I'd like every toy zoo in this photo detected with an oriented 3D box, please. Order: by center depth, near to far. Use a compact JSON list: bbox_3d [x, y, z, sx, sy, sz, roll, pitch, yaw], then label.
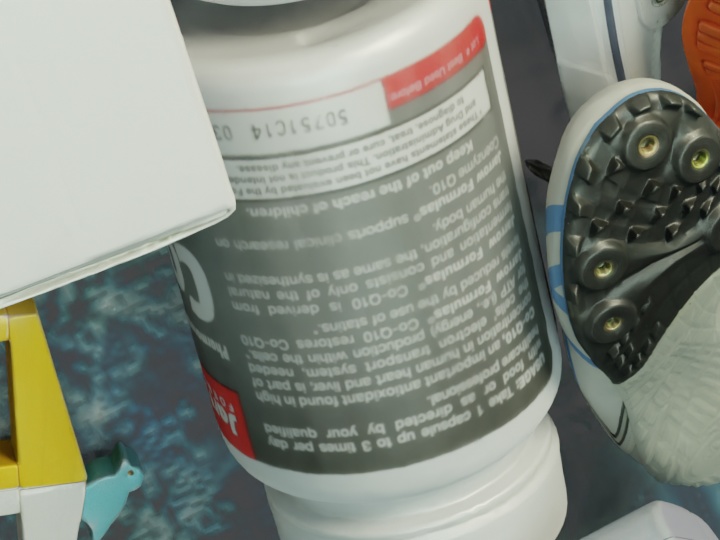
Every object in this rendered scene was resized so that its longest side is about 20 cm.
[{"bbox_3d":[-0.171,0.075,0.894,0.200,0.020,0.131,-7,117,-12],"label":"toy zoo"}]

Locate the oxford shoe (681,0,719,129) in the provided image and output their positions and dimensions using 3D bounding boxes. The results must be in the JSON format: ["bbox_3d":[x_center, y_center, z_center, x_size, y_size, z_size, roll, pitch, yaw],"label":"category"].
[{"bbox_3d":[0.140,-0.079,0.831,0.071,0.200,0.073,26,65,6],"label":"oxford shoe"}]

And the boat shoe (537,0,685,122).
[{"bbox_3d":[0.083,-0.106,0.821,0.067,0.074,0.200,-13,137,3],"label":"boat shoe"}]

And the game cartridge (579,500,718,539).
[{"bbox_3d":[0.071,0.137,0.924,0.133,0.041,0.200,-24,158,0],"label":"game cartridge"}]

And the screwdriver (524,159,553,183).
[{"bbox_3d":[0.138,0.003,0.942,0.200,0.028,0.029,33,74,-22],"label":"screwdriver"}]

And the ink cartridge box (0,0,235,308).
[{"bbox_3d":[-0.106,-0.100,0.721,0.084,0.200,0.145,-20,119,-4],"label":"ink cartridge box"}]

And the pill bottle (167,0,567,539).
[{"bbox_3d":[0.000,0.000,0.850,0.114,0.114,0.200,-17,119,-6],"label":"pill bottle"}]

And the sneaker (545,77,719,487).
[{"bbox_3d":[0.088,0.001,0.864,0.072,0.073,0.200,-32,146,-6],"label":"sneaker"}]

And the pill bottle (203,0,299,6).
[{"bbox_3d":[-0.033,-0.185,0.750,0.112,0.112,0.200,-19,119,-6],"label":"pill bottle"}]
